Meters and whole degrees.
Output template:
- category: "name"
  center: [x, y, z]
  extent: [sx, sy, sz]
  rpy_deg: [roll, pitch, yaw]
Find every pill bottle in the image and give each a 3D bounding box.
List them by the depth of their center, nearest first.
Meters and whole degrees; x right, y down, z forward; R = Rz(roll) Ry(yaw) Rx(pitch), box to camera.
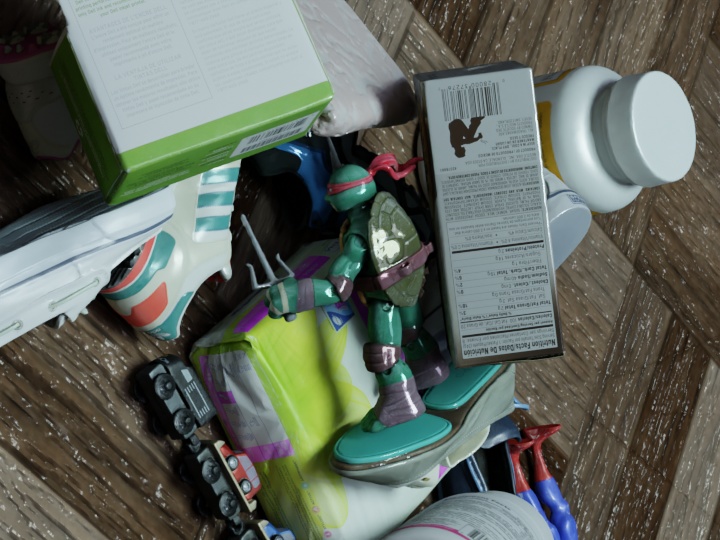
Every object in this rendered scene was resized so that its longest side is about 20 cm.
- category: "pill bottle"
  center: [0.070, 0.219, 1.744]
  extent: [0.200, 0.113, 0.114]
  rpy_deg: [-16, 95, -71]
- category: "pill bottle"
  center: [0.151, -0.094, 1.893]
  extent: [0.113, 0.199, 0.113]
  rpy_deg: [13, 73, -47]

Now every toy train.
- category: "toy train"
  center: [-0.093, 0.143, 1.688]
  extent: [0.046, 0.034, 0.200]
  rpy_deg: [-43, 114, -38]

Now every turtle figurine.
- category: "turtle figurine"
  center: [0.000, 0.000, 1.687]
  extent: [0.150, 0.100, 0.201]
  rpy_deg: [-35, 110, -46]

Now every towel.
- category: "towel"
  center: [-0.047, -0.172, 1.708]
  extent: [0.191, 0.032, 0.200]
  rpy_deg: [52, 19, 6]

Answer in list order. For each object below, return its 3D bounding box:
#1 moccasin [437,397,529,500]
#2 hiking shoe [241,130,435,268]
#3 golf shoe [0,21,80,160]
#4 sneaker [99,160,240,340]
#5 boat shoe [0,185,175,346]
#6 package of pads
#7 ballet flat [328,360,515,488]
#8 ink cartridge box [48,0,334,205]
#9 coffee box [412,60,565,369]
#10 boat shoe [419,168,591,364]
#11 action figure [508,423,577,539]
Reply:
- category: "moccasin"
  center: [0.096, 0.129, 1.886]
  extent: [0.080, 0.068, 0.201]
  rpy_deg: [-12, 90, -49]
- category: "hiking shoe"
  center: [-0.019, -0.055, 1.804]
  extent: [0.087, 0.074, 0.200]
  rpy_deg: [-49, 126, -12]
- category: "golf shoe"
  center: [-0.158, -0.132, 1.650]
  extent: [0.200, 0.075, 0.092]
  rpy_deg: [-22, 108, -41]
- category: "sneaker"
  center: [-0.117, -0.043, 1.680]
  extent: [0.093, 0.070, 0.200]
  rpy_deg: [53, 50, -38]
- category: "boat shoe"
  center: [-0.200, 0.004, 1.561]
  extent: [0.200, 0.073, 0.067]
  rpy_deg: [-24, 111, -28]
- category: "package of pads"
  center: [-0.024, 0.100, 1.753]
  extent: [0.154, 0.068, 0.201]
  rpy_deg: [-43, 114, -45]
- category: "ballet flat"
  center: [0.050, 0.119, 1.738]
  extent: [0.200, 0.067, 0.064]
  rpy_deg: [-34, 126, -47]
- category: "ink cartridge box"
  center: [-0.125, -0.164, 1.555]
  extent: [0.147, 0.076, 0.201]
  rpy_deg: [-20, 81, -20]
- category: "coffee box"
  center: [0.089, -0.040, 1.727]
  extent: [0.113, 0.079, 0.201]
  rpy_deg: [-103, -174, -82]
- category: "boat shoe"
  center: [0.084, 0.008, 1.836]
  extent: [0.200, 0.065, 0.074]
  rpy_deg: [-44, 147, 4]
- category: "action figure"
  center: [0.177, 0.223, 1.946]
  extent: [0.065, 0.099, 0.201]
  rpy_deg: [-22, 102, -49]
